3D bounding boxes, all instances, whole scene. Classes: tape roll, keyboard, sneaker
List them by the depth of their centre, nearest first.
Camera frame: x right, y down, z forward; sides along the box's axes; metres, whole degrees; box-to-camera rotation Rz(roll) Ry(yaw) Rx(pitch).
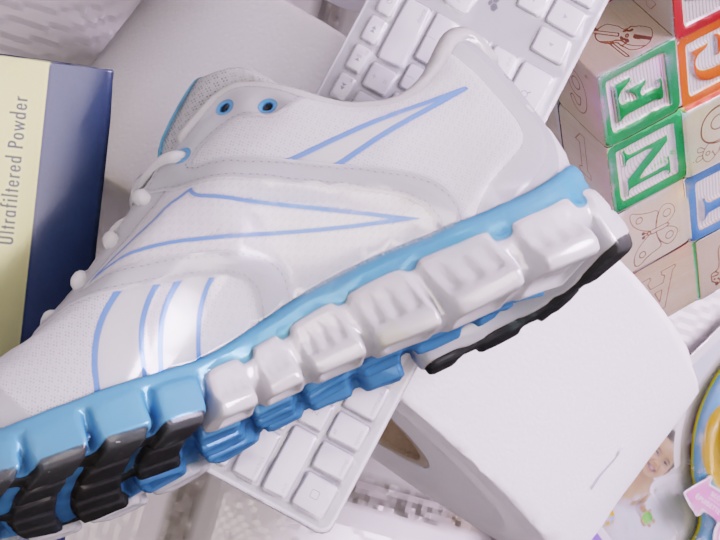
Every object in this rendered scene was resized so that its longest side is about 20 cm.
[{"bbox_3d":[-0.039,0.001,0.636,0.199,0.075,0.087,-24,78,-17],"label":"sneaker"},{"bbox_3d":[0.014,-0.033,0.678,0.056,0.011,0.201,27,81,5],"label":"keyboard"},{"bbox_3d":[0.000,0.000,0.779,0.202,0.202,0.071,41,81,-17],"label":"tape roll"}]

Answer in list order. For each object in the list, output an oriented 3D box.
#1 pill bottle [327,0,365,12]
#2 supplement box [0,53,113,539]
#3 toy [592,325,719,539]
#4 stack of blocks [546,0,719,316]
[{"bbox_3d":[0.032,-0.187,0.821,0.112,0.112,0.200,45,80,-16],"label":"pill bottle"},{"bbox_3d":[-0.189,-0.002,0.714,0.199,0.200,0.135,5,93,-19],"label":"supplement box"},{"bbox_3d":[0.152,0.078,0.917,0.200,0.047,0.115,-41,107,-11],"label":"toy"},{"bbox_3d":[0.108,-0.087,0.829,0.115,0.059,0.201,-27,137,-16],"label":"stack of blocks"}]
